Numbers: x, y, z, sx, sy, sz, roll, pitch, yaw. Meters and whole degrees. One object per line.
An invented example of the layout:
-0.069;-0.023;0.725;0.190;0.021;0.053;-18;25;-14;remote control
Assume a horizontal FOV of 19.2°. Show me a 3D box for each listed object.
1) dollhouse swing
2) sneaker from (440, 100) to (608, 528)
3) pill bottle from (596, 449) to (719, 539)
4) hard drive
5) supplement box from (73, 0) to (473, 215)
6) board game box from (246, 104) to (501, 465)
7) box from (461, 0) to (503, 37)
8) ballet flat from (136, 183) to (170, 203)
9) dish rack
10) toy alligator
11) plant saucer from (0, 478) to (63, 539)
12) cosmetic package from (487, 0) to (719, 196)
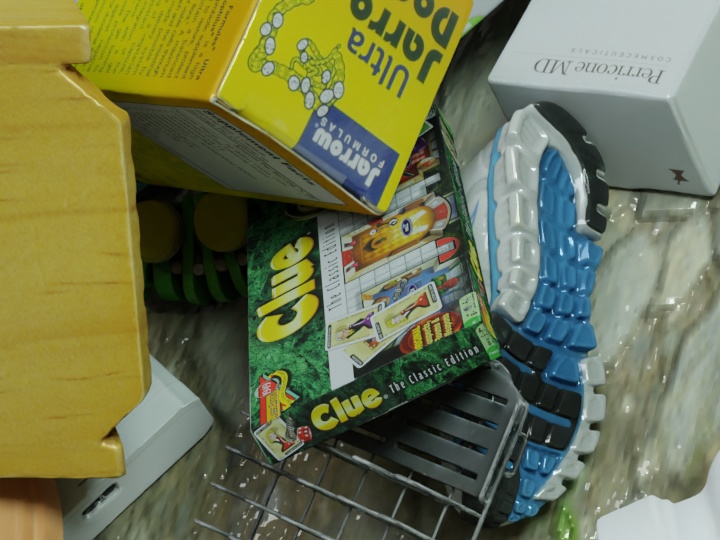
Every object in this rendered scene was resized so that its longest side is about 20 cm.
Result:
-0.171;-0.032;0.976;0.180;0.202;0.176;0;19;9;dollhouse swing
0.058;0.027;0.938;0.086;0.075;0.201;-29;40;45;sneaker
0.192;0.097;0.752;0.198;0.116;0.116;-22;44;10;pill bottle
-0.175;0.066;1.054;0.132;0.026;0.200;-43;45;-10;hard drive
-0.066;-0.104;0.966;0.199;0.109;0.110;10;72;49;supplement box
0.000;0.000;0.911;0.104;0.024;0.200;-29;27;11;board game box
0.070;-0.192;1.064;0.200;0.041;0.156;-40;24;16;box
-0.099;-0.078;1.114;0.198;0.068;0.069;-19;33;14;ballet flat
-0.017;0.112;0.853;0.153;0.054;0.201;16;80;51;dish rack
-0.098;-0.007;1.058;0.198;0.059;0.055;-8;90;22;toy alligator
-0.226;0.148;0.977;0.199;0.037;0.202;-18;52;25;plant saucer
0.153;-0.138;1.016;0.101;0.071;0.201;9;57;35;cosmetic package
